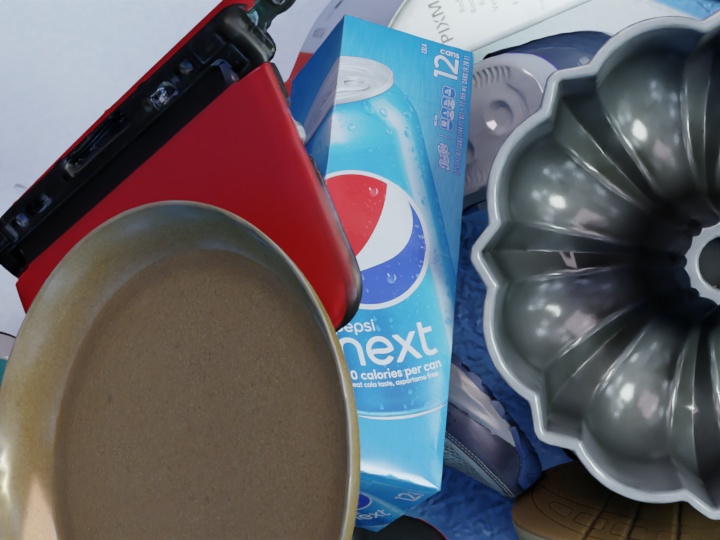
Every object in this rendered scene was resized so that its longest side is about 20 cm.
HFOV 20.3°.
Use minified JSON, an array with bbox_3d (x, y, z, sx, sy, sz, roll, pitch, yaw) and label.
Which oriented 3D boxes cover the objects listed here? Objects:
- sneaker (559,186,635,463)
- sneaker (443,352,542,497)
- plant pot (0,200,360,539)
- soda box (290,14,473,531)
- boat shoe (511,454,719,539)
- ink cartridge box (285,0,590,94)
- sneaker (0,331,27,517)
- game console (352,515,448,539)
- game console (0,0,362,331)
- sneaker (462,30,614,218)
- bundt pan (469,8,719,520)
[{"bbox_3d":[0.152,0.046,0.907,0.200,0.076,0.116,25,102,-2],"label":"sneaker"},{"bbox_3d":[-0.008,0.067,0.905,0.199,0.077,0.085,24,74,35],"label":"sneaker"},{"bbox_3d":[-0.070,0.074,0.772,0.199,0.027,0.201,-7,80,41],"label":"plant pot"},{"bbox_3d":[0.000,0.000,0.836,0.064,0.068,0.201,14,64,-18],"label":"soda box"},{"bbox_3d":[0.158,0.126,0.835,0.199,0.063,0.073,9,37,26],"label":"boat shoe"},{"bbox_3d":[0.001,-0.121,0.984,0.199,0.050,0.162,-21,12,-10],"label":"ink cartridge box"},{"bbox_3d":[-0.220,0.118,0.866,0.199,0.084,0.121,-29,42,10],"label":"sneaker"},{"bbox_3d":[-0.060,0.182,0.855,0.176,0.031,0.201,13,58,15],"label":"game console"},{"bbox_3d":[-0.060,-0.032,0.858,0.119,0.200,0.172,47,43,-9],"label":"game console"},{"bbox_3d":[0.053,-0.061,0.987,0.199,0.146,0.081,-20,88,37],"label":"sneaker"},{"bbox_3d":[0.144,-0.005,0.822,0.201,0.076,0.203,0,93,1],"label":"bundt pan"}]
